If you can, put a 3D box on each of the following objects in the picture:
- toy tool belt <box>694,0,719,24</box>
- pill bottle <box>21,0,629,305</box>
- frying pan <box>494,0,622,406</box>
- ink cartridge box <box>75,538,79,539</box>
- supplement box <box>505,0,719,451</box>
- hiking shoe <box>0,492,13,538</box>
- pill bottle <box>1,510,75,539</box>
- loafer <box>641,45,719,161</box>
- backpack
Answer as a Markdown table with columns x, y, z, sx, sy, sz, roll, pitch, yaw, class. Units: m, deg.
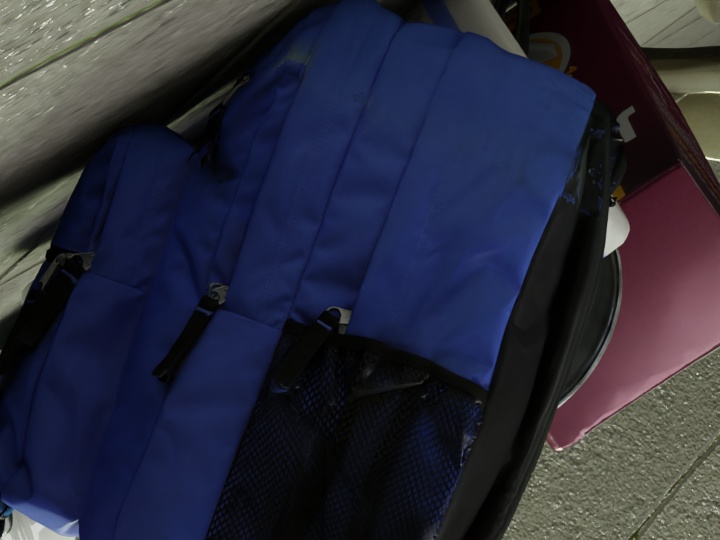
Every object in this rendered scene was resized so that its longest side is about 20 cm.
| x | y | z | sx | sy | sz | roll | pitch | yaw | class |
| --- | --- | --- | --- | --- | --- | --- | --- | --- | --- |
| 0.220 | -0.139 | 1.312 | 0.125 | 0.123 | 0.200 | -32 | 179 | 16 | toy tool belt |
| -0.015 | -0.006 | 1.019 | 0.200 | 0.114 | 0.114 | -33 | 178 | 6 | pill bottle |
| 0.059 | -0.023 | 1.083 | 0.190 | 0.115 | 0.031 | -64 | 147 | -12 | frying pan |
| -0.104 | 0.083 | 1.296 | 0.199 | 0.083 | 0.147 | -5 | -168 | 28 | ink cartridge box |
| 0.088 | -0.032 | 1.186 | 0.110 | 0.086 | 0.200 | -33 | -151 | 10 | supplement box |
| -0.138 | 0.052 | 0.906 | 0.074 | 0.087 | 0.200 | -32 | 178 | -4 | hiking shoe |
| -0.219 | 0.125 | 1.128 | 0.200 | 0.112 | 0.112 | -32 | 178 | -22 | pill bottle |
| 0.136 | -0.074 | 1.382 | 0.199 | 0.069 | 0.076 | 1 | -169 | 19 | loafer |
| -0.013 | 0.014 | 0.877 | 0.163 | 0.167 | 0.200 | 138 | -23 | -86 | backpack |
